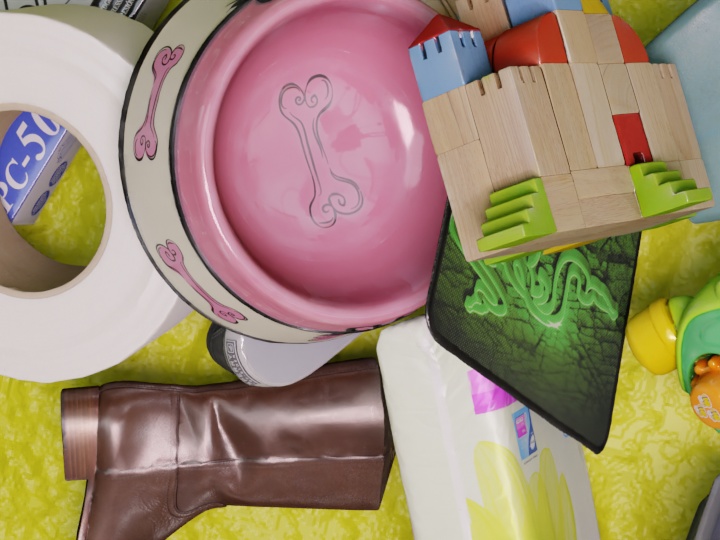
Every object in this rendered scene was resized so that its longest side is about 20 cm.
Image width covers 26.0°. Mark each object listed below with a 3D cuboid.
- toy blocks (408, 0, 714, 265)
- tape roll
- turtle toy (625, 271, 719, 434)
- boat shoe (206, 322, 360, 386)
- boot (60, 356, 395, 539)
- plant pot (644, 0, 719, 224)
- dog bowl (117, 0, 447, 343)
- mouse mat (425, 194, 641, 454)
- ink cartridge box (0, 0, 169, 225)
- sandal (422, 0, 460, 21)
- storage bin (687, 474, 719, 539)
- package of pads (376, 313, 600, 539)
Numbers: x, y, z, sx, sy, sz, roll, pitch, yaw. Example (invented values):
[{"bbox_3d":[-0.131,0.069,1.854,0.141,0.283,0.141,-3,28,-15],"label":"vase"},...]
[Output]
[{"bbox_3d":[0.094,-0.083,0.741,0.100,0.200,0.137,-19,84,39],"label":"toy blocks"},{"bbox_3d":[-0.170,-0.042,0.851,0.202,0.071,0.203,4,104,15],"label":"tape roll"},{"bbox_3d":[0.248,0.059,0.839,0.146,0.101,0.200,-35,129,23],"label":"turtle toy"},{"bbox_3d":[0.000,0.000,0.874,0.200,0.057,0.069,-29,107,-27],"label":"boat shoe"},{"bbox_3d":[-0.069,0.143,0.919,0.200,0.064,0.186,-4,114,-7],"label":"boot"},{"bbox_3d":[0.248,-0.111,0.830,0.200,0.141,0.141,-29,90,19],"label":"plant pot"},{"bbox_3d":[-0.015,-0.058,0.781,0.200,0.074,0.200,-2,96,-25],"label":"dog bowl"},{"bbox_3d":[0.098,-0.007,0.812,0.008,0.200,0.161,-2,66,36],"label":"mouse mat"},{"bbox_3d":[-0.185,-0.135,0.918,0.094,0.044,0.200,34,97,5],"label":"ink cartridge box"},{"bbox_3d":[0.051,-0.142,0.873,0.200,0.080,0.054,19,114,-1],"label":"sandal"},{"bbox_3d":[0.232,0.227,0.855,0.200,0.146,0.134,37,124,2],"label":"storage bin"},{"bbox_3d":[0.077,0.115,0.852,0.068,0.154,0.200,-11,91,21],"label":"package of pads"}]
